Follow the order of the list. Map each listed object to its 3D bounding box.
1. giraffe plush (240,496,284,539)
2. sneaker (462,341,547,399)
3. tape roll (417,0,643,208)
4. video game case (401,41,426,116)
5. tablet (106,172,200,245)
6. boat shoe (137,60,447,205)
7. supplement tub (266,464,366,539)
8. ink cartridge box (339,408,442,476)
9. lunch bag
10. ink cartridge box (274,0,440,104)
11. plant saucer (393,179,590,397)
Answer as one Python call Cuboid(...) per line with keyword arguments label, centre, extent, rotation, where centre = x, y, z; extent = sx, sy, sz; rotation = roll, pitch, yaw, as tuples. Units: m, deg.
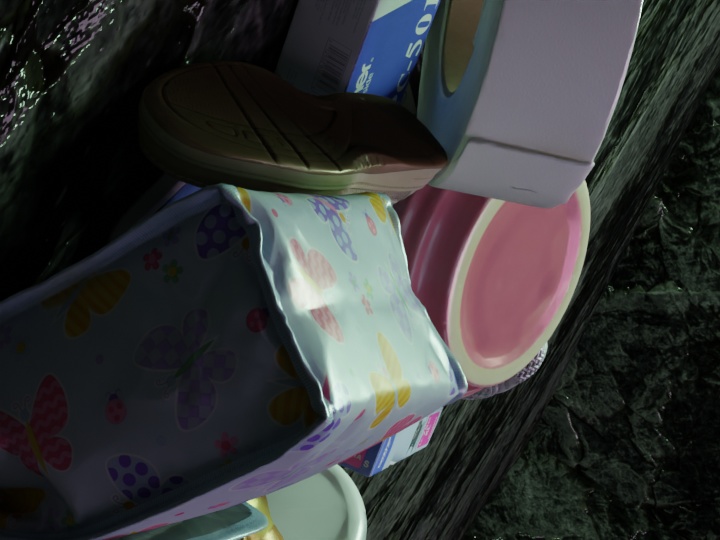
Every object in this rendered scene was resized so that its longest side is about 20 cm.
Cuboid(label="giraffe plush", centre=(-0.103, 0.178, 0.964), extent=(0.162, 0.171, 0.202), rotation=(-56, 140, -65))
Cuboid(label="sneaker", centre=(0.059, 0.033, 1.199), extent=(0.076, 0.198, 0.114), rotation=(58, 43, -29))
Cuboid(label="tape roll", centre=(0.087, -0.136, 0.855), extent=(0.202, 0.070, 0.205), rotation=(-169, -90, -81))
Cuboid(label="video game case", centre=(0.033, -0.117, 1.042), extent=(0.183, 0.023, 0.200), rotation=(-57, 167, -8))
Cuboid(label="tablet", centre=(-0.101, 0.013, 0.834), extent=(0.130, 0.014, 0.201), rotation=(-49, 165, -42))
Cuboid(label="boat shoe", centre=(-0.036, -0.048, 0.757), extent=(0.065, 0.072, 0.199), rotation=(-49, 156, 25))
Cuboid(label="supplement tub", centre=(-0.070, 0.233, 1.221), extent=(0.123, 0.122, 0.201), rotation=(-49, 164, -38))
Cuboid(label="ink cartridge box", centre=(-0.023, 0.089, 1.067), extent=(0.042, 0.118, 0.200), rotation=(-68, 167, 4))
Cuboid(label="lunch bag", centre=(-0.078, 0.054, 0.682), extent=(0.199, 0.128, 0.169), rotation=(-24, 172, 20))
Cuboid(label="ink cartridge box", centre=(0.013, -0.156, 0.817), extent=(0.094, 0.044, 0.201), rotation=(-40, 158, -52))
Cuboid(label="plant saucer", centre=(0.081, -0.007, 1.004), extent=(0.200, 0.051, 0.202), rotation=(-30, 131, -41))
